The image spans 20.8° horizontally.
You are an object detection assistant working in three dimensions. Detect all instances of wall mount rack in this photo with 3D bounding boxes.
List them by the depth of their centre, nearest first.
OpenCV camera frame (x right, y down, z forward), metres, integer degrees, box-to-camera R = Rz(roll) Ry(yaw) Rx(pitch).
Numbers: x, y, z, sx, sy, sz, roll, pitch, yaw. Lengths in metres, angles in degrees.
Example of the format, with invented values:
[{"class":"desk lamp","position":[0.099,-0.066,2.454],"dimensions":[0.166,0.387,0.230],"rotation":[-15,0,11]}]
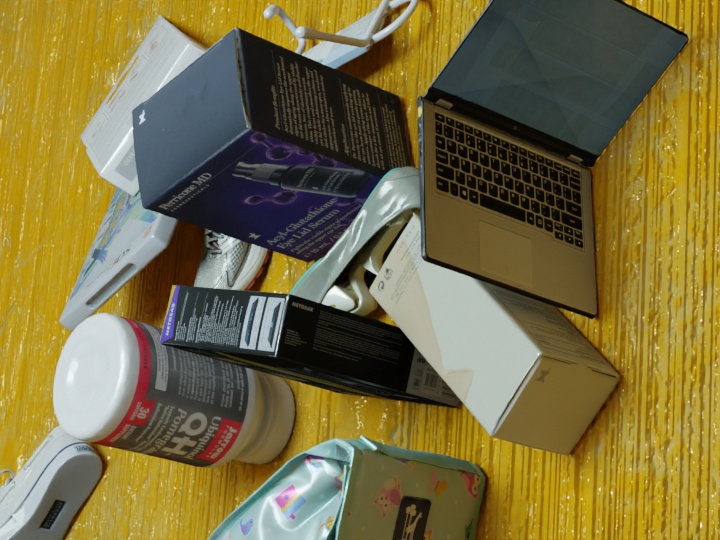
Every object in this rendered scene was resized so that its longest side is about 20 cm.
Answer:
[{"class":"wall mount rack","position":[-0.050,-0.204,1.750],"dimensions":[0.199,0.075,0.174],"rotation":[-27,23,34]}]

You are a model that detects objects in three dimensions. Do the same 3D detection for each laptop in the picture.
[{"class":"laptop","position":[0.146,-0.093,1.442],"dimensions":[0.116,0.187,0.201],"rotation":[-22,60,44]}]

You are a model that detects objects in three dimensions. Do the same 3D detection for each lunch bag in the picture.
[{"class":"lunch bag","position":[-0.009,0.214,1.523],"dimensions":[0.200,0.170,0.122],"rotation":[-51,49,21]}]

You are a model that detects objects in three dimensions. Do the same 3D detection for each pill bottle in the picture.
[{"class":"pill bottle","position":[-0.158,0.111,1.712],"dimensions":[0.110,0.199,0.111],"rotation":[-21,61,44]}]

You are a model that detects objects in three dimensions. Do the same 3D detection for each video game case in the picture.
[{"class":"video game case","position":[-0.212,-0.056,1.904],"dimensions":[0.182,0.022,0.201],"rotation":[-38,25,43]}]

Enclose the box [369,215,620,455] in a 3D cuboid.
[{"class":"box","position":[0.101,0.048,1.519],"dimensions":[0.078,0.095,0.200],"rotation":[-58,40,17]}]

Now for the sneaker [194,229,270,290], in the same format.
[{"class":"sneaker","position":[-0.128,-0.064,1.836],"dimensions":[0.078,0.082,0.201],"rotation":[3,79,50]}]

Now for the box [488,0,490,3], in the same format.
[{"class":"box","position":[0.174,-0.268,1.598],"dimensions":[0.121,0.032,0.201],"rotation":[26,95,51]}]

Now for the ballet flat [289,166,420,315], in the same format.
[{"class":"ballet flat","position":[0.000,0.000,1.678],"dimensions":[0.200,0.067,0.064],"rotation":[-53,54,24]}]

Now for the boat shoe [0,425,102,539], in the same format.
[{"class":"boat shoe","position":[-0.340,0.236,1.979],"dimensions":[0.202,0.074,0.086],"rotation":[-56,42,16]}]

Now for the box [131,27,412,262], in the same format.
[{"class":"box","position":[-0.075,-0.104,1.695],"dimensions":[0.148,0.199,0.105],"rotation":[-34,54,38]}]

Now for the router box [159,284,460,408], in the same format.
[{"class":"router box","position":[-0.036,0.062,1.589],"dimensions":[0.157,0.199,0.053],"rotation":[3,78,49]}]

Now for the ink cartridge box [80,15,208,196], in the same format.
[{"class":"ink cartridge box","position":[-0.215,-0.170,1.994],"dimensions":[0.161,0.050,0.200],"rotation":[-55,18,4]}]
